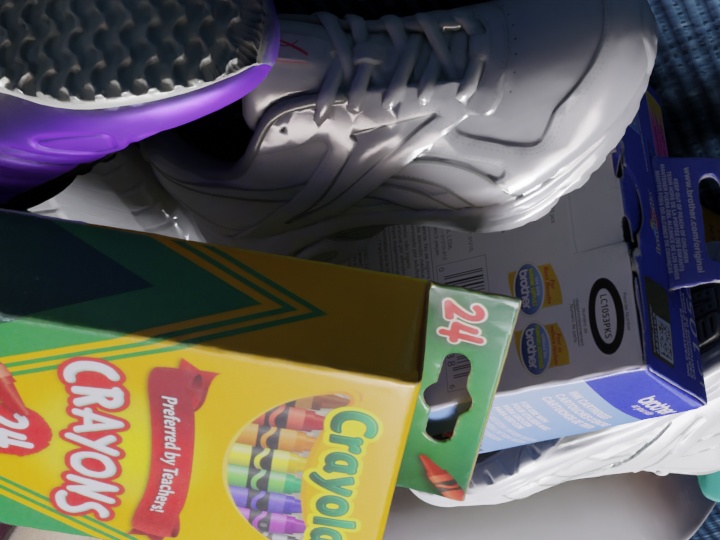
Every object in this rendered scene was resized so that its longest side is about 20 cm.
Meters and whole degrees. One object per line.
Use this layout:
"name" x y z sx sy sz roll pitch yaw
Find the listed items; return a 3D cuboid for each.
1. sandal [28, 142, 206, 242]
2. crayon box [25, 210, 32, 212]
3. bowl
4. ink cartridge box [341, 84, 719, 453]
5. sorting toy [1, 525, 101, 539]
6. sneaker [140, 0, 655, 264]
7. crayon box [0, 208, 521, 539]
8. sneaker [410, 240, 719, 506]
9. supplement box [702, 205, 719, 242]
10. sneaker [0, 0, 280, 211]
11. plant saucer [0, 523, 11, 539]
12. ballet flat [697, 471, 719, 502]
"sandal" -0.081 -0.019 0.906 0.082 0.050 0.203 5 149 32
"crayon box" -0.202 0.024 0.986 0.118 0.058 0.200 0 159 -11
"bowl" 0.090 0.113 1.189 0.200 0.075 0.200 -12 -173 20
"ink cartridge box" 0.053 -0.003 0.856 0.200 0.137 0.076 -14 159 24
"sorting toy" -0.076 0.128 1.007 0.200 0.037 0.185 -8 148 -37
"sneaker" 0.006 -0.058 0.773 0.200 0.078 0.099 -22 143 27
"crayon box" -0.051 0.048 0.781 0.199 0.051 0.127 9 139 -1
"sneaker" 0.108 0.064 0.924 0.200 0.078 0.099 -23 139 34
"supplement box" 0.128 0.005 0.996 0.069 0.067 0.200 -19 156 34
"sneaker" -0.112 -0.061 0.754 0.200 0.070 0.100 -8 155 19
"plant saucer" -0.123 0.080 1.048 0.200 0.051 0.201 -42 171 -8
"ballet flat" 0.196 0.012 0.951 0.070 0.067 0.200 29 109 -31
